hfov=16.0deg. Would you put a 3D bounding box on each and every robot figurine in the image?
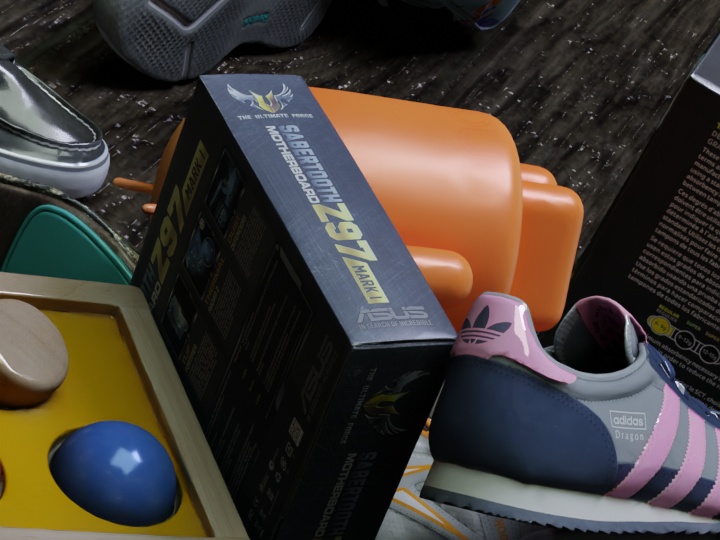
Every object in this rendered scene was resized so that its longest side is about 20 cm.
[{"bbox_3d":[-0.006,-0.021,1.130,0.199,0.117,0.144,7,53,-16],"label":"robot figurine"}]

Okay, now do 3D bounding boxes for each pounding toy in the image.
[{"bbox_3d":[-0.157,0.055,0.953,0.184,0.142,0.200,7,38,-31],"label":"pounding toy"}]

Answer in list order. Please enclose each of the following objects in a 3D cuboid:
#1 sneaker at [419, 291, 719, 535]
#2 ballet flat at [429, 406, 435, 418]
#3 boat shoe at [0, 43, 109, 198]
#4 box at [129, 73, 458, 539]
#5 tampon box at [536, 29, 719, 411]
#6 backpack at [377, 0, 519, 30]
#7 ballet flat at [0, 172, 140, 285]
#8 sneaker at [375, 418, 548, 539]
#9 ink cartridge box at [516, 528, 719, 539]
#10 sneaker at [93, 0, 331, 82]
[{"bbox_3d":[0.104,0.053,0.940,0.070,0.082,0.200,8,0,40],"label":"sneaker"},{"bbox_3d":[0.000,0.000,1.227,0.200,0.070,0.069,40,34,19],"label":"ballet flat"},{"bbox_3d":[-0.206,-0.100,1.220,0.200,0.057,0.069,27,31,-1],"label":"boat shoe"},{"bbox_3d":[-0.042,0.048,0.996,0.051,0.200,0.158,-2,41,-30],"label":"box"},{"bbox_3d":[0.185,-0.014,1.260,0.126,0.200,0.150,31,31,5],"label":"tampon box"},{"bbox_3d":[0.045,-0.238,1.466,0.151,0.178,0.200,41,10,26],"label":"backpack"},{"bbox_3d":[-0.153,-0.015,1.141,0.200,0.068,0.075,31,16,9],"label":"ballet flat"},{"bbox_3d":[0.002,0.100,1.034,0.076,0.200,0.092,47,60,-39],"label":"sneaker"},{"bbox_3d":[0.138,0.198,0.952,0.162,0.057,0.201,4,69,-25],"label":"ink cartridge box"},{"bbox_3d":[-0.092,-0.153,1.384,0.080,0.071,0.200,34,24,20],"label":"sneaker"}]
